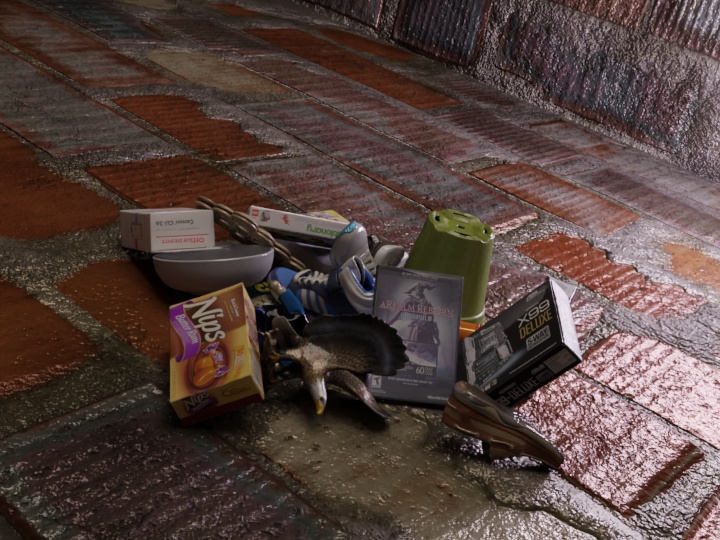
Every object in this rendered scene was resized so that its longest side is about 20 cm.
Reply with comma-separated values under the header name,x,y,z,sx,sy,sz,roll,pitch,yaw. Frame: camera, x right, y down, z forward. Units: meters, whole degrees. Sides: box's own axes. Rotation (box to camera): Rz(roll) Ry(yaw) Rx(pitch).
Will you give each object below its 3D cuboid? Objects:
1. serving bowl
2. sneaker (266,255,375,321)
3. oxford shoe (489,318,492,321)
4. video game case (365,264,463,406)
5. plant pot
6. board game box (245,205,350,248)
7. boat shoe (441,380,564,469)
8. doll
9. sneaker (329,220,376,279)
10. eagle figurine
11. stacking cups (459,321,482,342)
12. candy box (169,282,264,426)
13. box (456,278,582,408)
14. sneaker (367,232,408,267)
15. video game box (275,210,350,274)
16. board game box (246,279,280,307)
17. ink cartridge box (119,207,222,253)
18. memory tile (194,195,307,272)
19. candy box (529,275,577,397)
name,x,y,z,sx,sy,sz,roll,pitch,yaw
serving bowl,-0.239,0.002,1.591,0.198,0.067,0.200,-3,8,0
sneaker,-0.050,0.017,1.570,0.200,0.147,0.080,38,33,17
oxford shoe,0.221,0.125,1.648,0.075,0.058,0.200,30,31,21
video game case,0.083,0.100,1.481,0.141,0.202,0.019,8,-10,-16
plant pot,0.154,0.002,1.707,0.198,0.191,0.200,13,25,-6
board game box,-0.109,-0.074,1.722,0.198,0.035,0.126,10,-7,-12
boat shoe,0.202,0.235,1.392,0.199,0.072,0.076,32,7,-9
doll,-0.135,0.084,1.454,0.198,0.138,0.048,4,-1,-3
sneaker,0.000,0.000,1.619,0.080,0.201,0.076,31,57,29
eagle figurine,-0.044,0.138,1.368,0.198,0.153,0.152,-1,-4,-11
stacking cups,0.137,0.104,1.604,0.198,0.061,0.061,13,23,15
candy box,-0.201,0.112,1.336,0.116,0.057,0.201,-18,39,3
box,0.233,0.125,1.463,0.050,0.200,0.158,40,28,-23
sneaker,0.030,-0.028,1.732,0.082,0.077,0.200,39,0,8
video game box,-0.066,-0.050,1.862,0.181,0.047,0.200,-11,36,-40
board game box,-0.128,0.047,1.651,0.104,0.024,0.199,27,27,29
ink cartridge box,-0.321,-0.070,1.634,0.116,0.068,0.199,-6,9,-32
memory tile,-0.189,-0.060,1.674,0.153,0.017,0.200,20,-16,41
candy box,0.304,0.108,1.636,0.061,0.138,0.200,20,24,14
